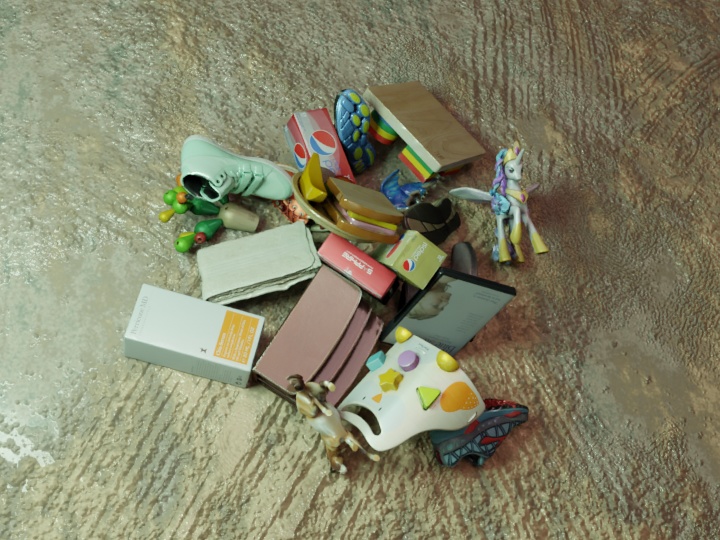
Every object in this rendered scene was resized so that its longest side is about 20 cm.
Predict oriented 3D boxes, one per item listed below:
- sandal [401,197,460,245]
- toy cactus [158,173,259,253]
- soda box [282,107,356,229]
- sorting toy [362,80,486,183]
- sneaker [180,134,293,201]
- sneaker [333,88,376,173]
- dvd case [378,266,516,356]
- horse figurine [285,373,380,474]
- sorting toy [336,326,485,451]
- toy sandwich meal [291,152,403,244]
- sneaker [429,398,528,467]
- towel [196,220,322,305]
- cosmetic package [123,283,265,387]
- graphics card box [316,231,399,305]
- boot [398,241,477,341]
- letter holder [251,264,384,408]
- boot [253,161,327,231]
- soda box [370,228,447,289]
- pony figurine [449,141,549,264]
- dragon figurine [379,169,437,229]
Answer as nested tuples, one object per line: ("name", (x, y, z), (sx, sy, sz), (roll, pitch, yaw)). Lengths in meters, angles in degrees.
("sandal", (0.120, -0.080, 1.678), (0.201, 0.057, 0.080), (-19, 89, -62))
("toy cactus", (-0.251, -0.113, 1.612), (0.165, 0.102, 0.200), (19, 49, -16))
("soda box", (-0.064, -0.176, 1.633), (0.070, 0.063, 0.200), (-15, 77, -28))
("sorting toy", (0.107, -0.253, 1.756), (0.199, 0.070, 0.200), (48, 32, 12))
("sneaker", (-0.204, -0.137, 1.554), (0.200, 0.074, 0.118), (20, 41, -18))
("sneaker", (-0.024, -0.251, 1.689), (0.071, 0.200, 0.083), (-40, 64, -13))
("dvd case", (0.136, 0.073, 1.523), (0.143, 0.200, 0.018), (15, 47, -24))
("horse figurine", (-0.049, 0.220, 1.397), (0.050, 0.133, 0.200), (-39, 106, -23))
("sorting toy", (0.053, 0.195, 1.456), (0.180, 0.107, 0.200), (-39, 41, -22))
("toy sandwich meal", (-0.017, -0.115, 1.501), (0.205, 0.070, 0.205), (25, 26, -13))
("sneaker", (0.190, 0.264, 1.531), (0.200, 0.079, 0.096), (-8, 99, -33))
("towel", (-0.167, -0.013, 1.557), (0.200, 0.034, 0.133), (-15, 40, -4))
("cosmetic package", (-0.260, 0.103, 1.488), (0.200, 0.071, 0.102), (15, 58, -6))
("graphics card box", (0.000, 0.000, 1.547), (0.125, 0.200, 0.051), (34, 87, 7))
("boot", (0.134, 0.029, 1.644), (0.132, 0.070, 0.200), (6, 55, -6))
("letter holder", (-0.058, 0.118, 1.489), (0.142, 0.101, 0.200), (33, 74, 3))
("boot", (-0.126, -0.126, 1.659), (0.200, 0.075, 0.107), (8, 64, -12))
("soda box", (0.073, -0.022, 1.517), (0.064, 0.200, 0.068), (36, 88, -10))
("pony figurine", (0.266, -0.114, 1.708), (0.166, 0.193, 0.200), (-6, 82, -15))
("dragon figurine", (0.064, -0.141, 1.724), (0.099, 0.059, 0.200), (37, 60, 7))
